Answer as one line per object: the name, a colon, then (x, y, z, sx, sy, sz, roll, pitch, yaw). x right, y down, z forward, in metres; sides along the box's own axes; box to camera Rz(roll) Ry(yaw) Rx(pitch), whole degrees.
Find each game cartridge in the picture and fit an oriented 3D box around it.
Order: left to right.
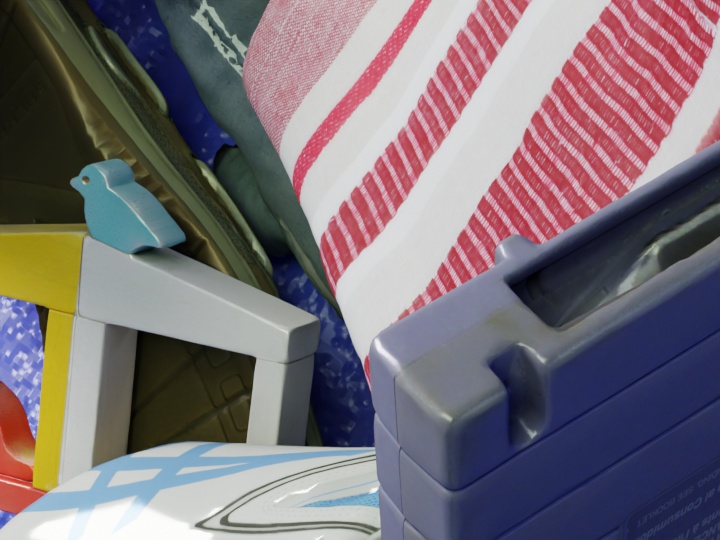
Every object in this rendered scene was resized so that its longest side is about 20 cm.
game cartridge: (0.089, 0.015, 0.579, 0.200, 0.130, 0.038, -30, 57, -22)

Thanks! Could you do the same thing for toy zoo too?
toy zoo: (-0.079, 0.068, 0.796, 0.131, 0.020, 0.201, 12, 104, 26)

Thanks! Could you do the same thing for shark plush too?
shark plush: (0.000, 0.000, 0.784, 0.091, 0.083, 0.201, -24, 68, 16)

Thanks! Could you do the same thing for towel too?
towel: (0.029, -0.047, 0.655, 0.144, 0.023, 0.200, -59, 30, 24)

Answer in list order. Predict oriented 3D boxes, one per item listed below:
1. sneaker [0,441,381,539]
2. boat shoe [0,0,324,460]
sneaker: (-0.019, 0.081, 0.719, 0.199, 0.072, 0.072, -7, 99, 22)
boat shoe: (-0.062, -0.004, 0.827, 0.073, 0.063, 0.201, -43, 73, 25)
